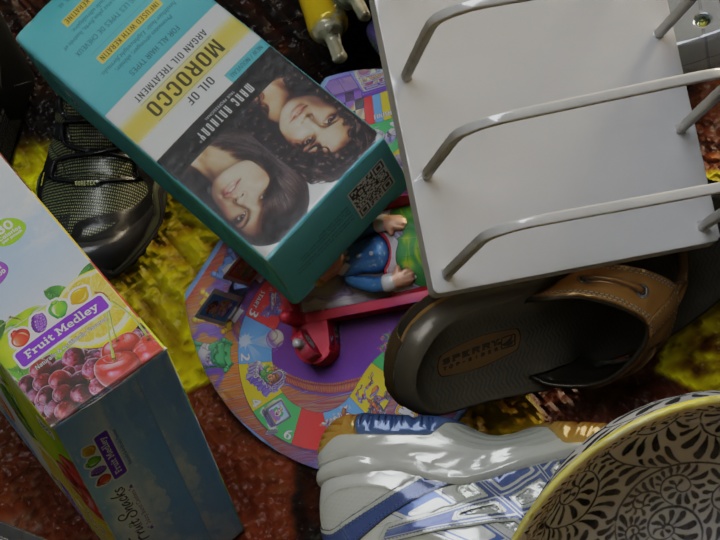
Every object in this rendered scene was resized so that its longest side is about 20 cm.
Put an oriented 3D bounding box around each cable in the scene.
[{"bbox_3d":[-0.025,-0.202,1.180,0.097,0.050,0.200,-50,50,14],"label":"cable"}]

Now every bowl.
[{"bbox_3d":[0.145,0.127,0.890,0.199,0.202,0.094,-18,21,2],"label":"bowl"}]

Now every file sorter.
[{"bbox_3d":[0.086,-0.106,0.918,0.137,0.125,0.202,-10,83,-9],"label":"file sorter"}]

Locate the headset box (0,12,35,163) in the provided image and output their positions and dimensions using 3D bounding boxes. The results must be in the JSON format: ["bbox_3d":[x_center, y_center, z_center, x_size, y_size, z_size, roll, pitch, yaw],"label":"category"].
[{"bbox_3d":[-0.300,-0.071,1.172,0.198,0.077,0.150,0,57,15],"label":"headset box"}]

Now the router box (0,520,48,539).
[{"bbox_3d":[-0.067,0.190,0.892,0.198,0.158,0.052,18,63,23],"label":"router box"}]

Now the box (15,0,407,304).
[{"bbox_3d":[-0.075,-0.078,1.023,0.082,0.049,0.200,-46,60,-7],"label":"box"}]

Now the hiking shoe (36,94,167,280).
[{"bbox_3d":[-0.144,-0.090,1.129,0.075,0.101,0.202,-3,56,14],"label":"hiking shoe"}]

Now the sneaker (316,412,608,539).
[{"bbox_3d":[0.078,0.114,0.970,0.198,0.075,0.089,0,80,12],"label":"sneaker"}]

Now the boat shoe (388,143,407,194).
[{"bbox_3d":[0.042,-0.036,1.069,0.198,0.072,0.063,3,102,29],"label":"boat shoe"}]

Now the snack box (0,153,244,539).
[{"bbox_3d":[-0.150,0.038,1.006,0.067,0.169,0.200,-34,55,-13],"label":"snack box"}]

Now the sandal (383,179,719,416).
[{"bbox_3d":[0.106,0.021,0.984,0.198,0.082,0.055,-19,33,-21],"label":"sandal"}]

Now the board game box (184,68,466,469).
[{"bbox_3d":[0.000,0.000,1.018,0.158,0.039,0.201,36,97,19],"label":"board game box"}]

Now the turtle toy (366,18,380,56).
[{"bbox_3d":[0.039,-0.156,1.050,0.101,0.199,0.147,-24,58,43],"label":"turtle toy"}]

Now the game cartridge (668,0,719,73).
[{"bbox_3d":[0.125,-0.155,1.143,0.198,0.041,0.134,-7,53,10],"label":"game cartridge"}]
